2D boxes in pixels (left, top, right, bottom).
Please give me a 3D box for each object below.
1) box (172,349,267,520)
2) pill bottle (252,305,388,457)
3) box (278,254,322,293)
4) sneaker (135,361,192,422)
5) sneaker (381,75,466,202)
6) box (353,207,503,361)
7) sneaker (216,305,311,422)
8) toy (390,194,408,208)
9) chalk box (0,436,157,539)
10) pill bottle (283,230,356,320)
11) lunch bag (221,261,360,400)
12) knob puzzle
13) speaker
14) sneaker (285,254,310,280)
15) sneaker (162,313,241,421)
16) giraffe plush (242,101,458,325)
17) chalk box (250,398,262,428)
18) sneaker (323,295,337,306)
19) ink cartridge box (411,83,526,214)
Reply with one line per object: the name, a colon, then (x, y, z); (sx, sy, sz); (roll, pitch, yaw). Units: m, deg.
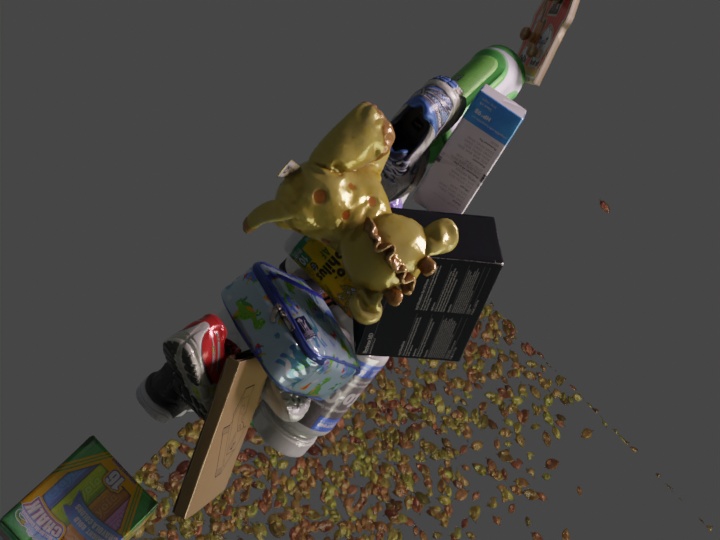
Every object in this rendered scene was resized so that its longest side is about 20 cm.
box: (-0.164, 0.193, 1.375); (0.163, 0.021, 0.202); (-10, 120, -78)
pill bottle: (-0.059, 0.158, 1.563); (0.201, 0.113, 0.114); (-52, 176, 18)
box: (-0.041, -0.038, 1.790); (0.200, 0.079, 0.141); (-45, 176, -12)
sneaker: (-0.218, 0.134, 1.503); (0.114, 0.076, 0.200); (-43, 177, 15)
sneaker: (0.049, -0.156, 1.388); (0.085, 0.077, 0.201); (-35, 162, -47)
box: (0.077, 0.021, 1.367); (0.201, 0.139, 0.080); (108, -20, -49)
sneaker: (-0.136, 0.129, 1.505); (0.080, 0.201, 0.076); (-44, 149, 21)
toy: (0.018, -0.066, 1.603); (0.115, 0.047, 0.201); (7, 123, -49)
chalk box: (-0.371, 0.330, 1.380); (0.200, 0.124, 0.124); (-44, 178, -32)
pill bottle: (0.000, 0.000, 1.520); (0.113, 0.200, 0.113); (-44, 179, -1)
lunch bag: (-0.085, 0.074, 1.400); (0.082, 0.161, 0.200); (-37, 158, 8)
knob puzzle: (0.268, -0.369, 1.602); (0.220, 0.030, 0.222); (-156, -91, -81)
speaker: (0.146, -0.231, 1.541); (0.200, 0.088, 0.088); (-45, 179, -32)
sneaker: (-0.038, -0.068, 1.654); (0.199, 0.073, 0.085); (-37, 143, -4)
sneaker: (-0.180, 0.125, 1.366); (0.085, 0.077, 0.201); (-41, 156, -25)
giraffe plush: (0.004, -0.047, 1.074); (0.173, 0.162, 0.200); (-45, 179, 21)
chalk box: (-0.164, 0.143, 1.674); (0.200, 0.123, 0.125); (-46, -157, 16)
sneaker: (-0.015, 0.065, 1.672); (0.111, 0.078, 0.200); (-29, 173, 7)
ink cartridge box: (0.128, -0.131, 1.413); (0.201, 0.066, 0.116); (-58, 179, 16)
